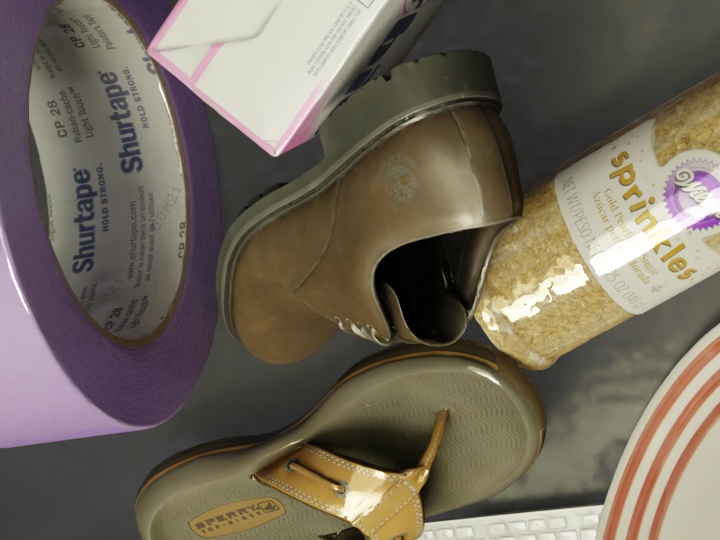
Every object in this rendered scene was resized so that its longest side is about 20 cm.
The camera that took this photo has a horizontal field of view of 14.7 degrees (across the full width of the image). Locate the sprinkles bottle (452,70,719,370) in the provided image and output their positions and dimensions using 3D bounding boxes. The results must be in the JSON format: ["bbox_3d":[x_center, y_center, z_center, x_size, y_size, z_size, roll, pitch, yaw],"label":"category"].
[{"bbox_3d":[0.131,-0.035,1.049,0.200,0.068,0.068,-31,92,23],"label":"sprinkles bottle"}]

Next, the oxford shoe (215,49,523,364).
[{"bbox_3d":[0.000,0.000,1.057,0.200,0.073,0.085,-47,59,57],"label":"oxford shoe"}]

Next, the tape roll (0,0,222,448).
[{"bbox_3d":[-0.122,-0.035,1.062,0.065,0.200,0.201,-8,100,20],"label":"tape roll"}]

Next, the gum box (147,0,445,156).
[{"bbox_3d":[0.017,-0.147,1.035,0.066,0.113,0.200,39,112,7],"label":"gum box"}]

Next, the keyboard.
[{"bbox_3d":[0.095,0.121,1.129,0.199,0.011,0.056,-8,100,20],"label":"keyboard"}]

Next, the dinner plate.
[{"bbox_3d":[0.146,0.106,1.028,0.024,0.200,0.200,19,112,-23],"label":"dinner plate"}]

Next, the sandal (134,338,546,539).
[{"bbox_3d":[-0.012,0.088,1.111,0.200,0.055,0.082,-20,126,28],"label":"sandal"}]
